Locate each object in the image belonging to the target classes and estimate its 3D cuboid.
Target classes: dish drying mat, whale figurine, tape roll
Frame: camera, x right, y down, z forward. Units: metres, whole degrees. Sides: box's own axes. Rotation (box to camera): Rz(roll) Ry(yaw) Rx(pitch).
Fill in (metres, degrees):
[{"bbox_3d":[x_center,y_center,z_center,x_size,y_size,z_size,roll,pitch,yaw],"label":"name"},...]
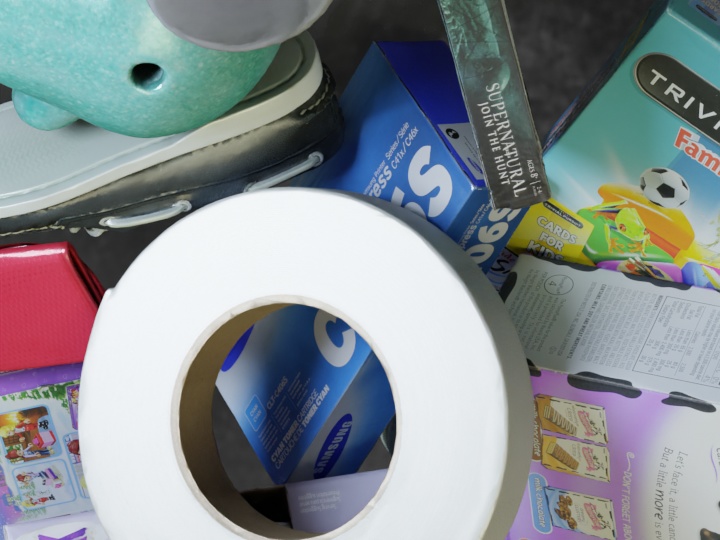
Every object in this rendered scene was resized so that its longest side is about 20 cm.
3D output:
[{"bbox_3d":[-0.208,0.022,1.283,0.200,0.018,0.077,-7,136,18],"label":"dish drying mat"},{"bbox_3d":[-0.126,-0.110,1.150,0.200,0.104,0.159,0,134,-11],"label":"whale figurine"},{"bbox_3d":[-0.026,0.063,1.212,0.203,0.203,0.037,-33,169,19],"label":"tape roll"}]

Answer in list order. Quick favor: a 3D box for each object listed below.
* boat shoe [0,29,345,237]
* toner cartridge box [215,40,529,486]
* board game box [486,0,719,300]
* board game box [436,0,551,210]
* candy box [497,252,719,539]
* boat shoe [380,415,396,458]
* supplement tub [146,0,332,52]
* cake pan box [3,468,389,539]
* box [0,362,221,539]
[{"bbox_3d":[-0.104,-0.045,1.238,0.200,0.076,0.060,-15,134,9],"label":"boat shoe"},{"bbox_3d":[0.000,0.000,1.284,0.043,0.095,0.200,-2,137,-38],"label":"toner cartridge box"},{"bbox_3d":[0.151,-0.025,1.228,0.151,0.047,0.200,33,138,-4],"label":"board game box"},{"bbox_3d":[0.036,-0.138,1.135,0.028,0.135,0.200,-15,135,3],"label":"board game box"},{"bbox_3d":[0.158,0.091,1.250,0.200,0.072,0.168,11,136,20],"label":"candy box"},{"bbox_3d":[0.087,0.048,1.371,0.199,0.066,0.074,-37,129,22],"label":"boat shoe"},{"bbox_3d":[-0.054,-0.169,1.042,0.107,0.200,0.107,-6,133,-6],"label":"supplement tub"},{"bbox_3d":[-0.074,0.155,1.354,0.184,0.052,0.200,-9,158,-9],"label":"cake pan box"},{"bbox_3d":[-0.136,0.110,1.404,0.137,0.039,0.200,-12,135,-2],"label":"box"}]
